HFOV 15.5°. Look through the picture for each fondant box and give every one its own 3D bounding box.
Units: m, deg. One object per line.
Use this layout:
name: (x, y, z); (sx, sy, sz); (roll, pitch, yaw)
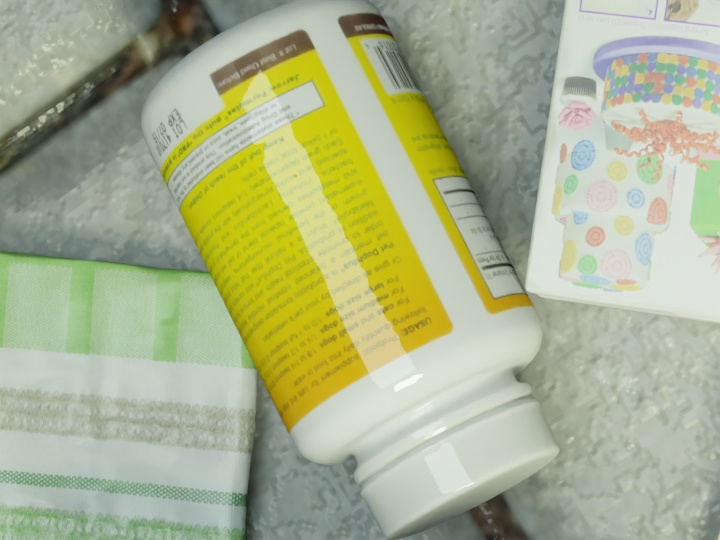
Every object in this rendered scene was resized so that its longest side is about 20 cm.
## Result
fondant box: (0.152, -0.079, 1.032); (0.143, 0.058, 0.201); (8, 89, 17)

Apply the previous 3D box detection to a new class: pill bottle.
pill bottle: (0.000, 0.000, 1.047); (0.109, 0.109, 0.201); (-29, 79, 13)

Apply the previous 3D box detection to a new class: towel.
towel: (-0.116, 0.096, 1.124); (0.148, 0.031, 0.201); (6, 87, 15)

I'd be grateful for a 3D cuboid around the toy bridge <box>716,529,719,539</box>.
toy bridge: (0.166, 0.149, 1.032); (0.067, 0.027, 0.201); (-14, 83, 16)
